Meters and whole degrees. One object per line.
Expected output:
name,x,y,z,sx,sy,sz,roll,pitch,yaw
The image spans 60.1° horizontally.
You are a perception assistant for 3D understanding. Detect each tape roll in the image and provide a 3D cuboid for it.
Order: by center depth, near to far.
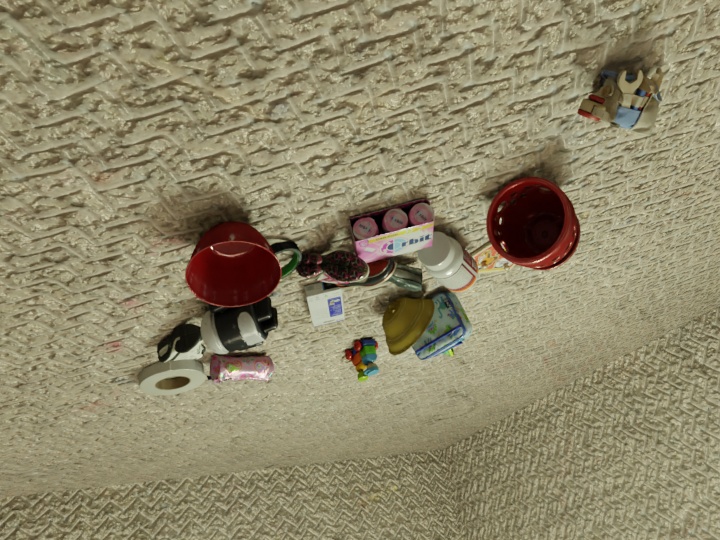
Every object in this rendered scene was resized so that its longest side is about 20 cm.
tape roll,-0.573,0.326,1.896,0.198,0.038,0.204,-13,153,-6

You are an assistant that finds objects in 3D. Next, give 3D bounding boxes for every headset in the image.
headset,-0.234,-0.016,1.438,0.197,0.095,0.124,-22,153,-24

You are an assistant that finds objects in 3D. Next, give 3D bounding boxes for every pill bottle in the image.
pill bottle,0.225,-0.022,1.606,0.108,0.111,0.199,-26,150,19

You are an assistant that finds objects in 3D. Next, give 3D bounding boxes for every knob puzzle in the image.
knob puzzle,0.398,-0.040,1.755,0.215,0.031,0.221,-13,152,-7

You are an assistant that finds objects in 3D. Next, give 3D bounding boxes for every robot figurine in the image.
robot figurine,-0.312,0.136,1.596,0.196,0.153,0.125,-19,-178,5

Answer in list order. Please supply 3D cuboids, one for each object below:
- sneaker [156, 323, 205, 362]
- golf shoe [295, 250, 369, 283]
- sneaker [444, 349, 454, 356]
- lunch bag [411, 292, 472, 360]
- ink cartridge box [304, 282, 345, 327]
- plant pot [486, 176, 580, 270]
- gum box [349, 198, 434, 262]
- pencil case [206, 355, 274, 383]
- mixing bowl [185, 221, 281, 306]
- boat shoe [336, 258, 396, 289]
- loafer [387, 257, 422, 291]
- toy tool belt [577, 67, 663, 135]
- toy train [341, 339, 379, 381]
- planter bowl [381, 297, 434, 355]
sneaker,-0.458,0.194,1.695,0.199,0.077,0.114,-27,160,37
golf shoe,-0.055,-0.006,1.478,0.197,0.074,0.092,6,171,35
sneaker,0.283,0.262,2.227,0.082,0.076,0.199,-1,165,30
lunch bag,0.234,0.173,1.908,0.199,0.163,0.082,-33,164,31
ink cartridge box,-0.096,0.092,1.720,0.097,0.040,0.201,-13,151,-6
plant pot,0.421,-0.103,1.477,0.199,0.204,0.181,-31,157,27
gum box,0.078,-0.090,1.447,0.196,0.067,0.114,-15,154,-3
pencil case,-0.368,0.305,1.916,0.197,0.089,0.087,5,147,-36
mixing bowl,-0.267,-0.029,1.307,0.196,0.110,0.202,-7,139,-6
boat shoe,0.000,0.000,1.528,0.198,0.072,0.063,-12,132,42
loafer,0.083,-0.003,1.632,0.198,0.064,0.071,23,163,-31
toy tool belt,0.504,-0.341,1.192,0.197,0.125,0.125,1,117,-36
toy train,-0.004,0.325,2.115,0.083,0.118,0.200,2,147,-30
planter bowl,0.122,0.142,1.833,0.083,0.202,0.200,39,128,-17
